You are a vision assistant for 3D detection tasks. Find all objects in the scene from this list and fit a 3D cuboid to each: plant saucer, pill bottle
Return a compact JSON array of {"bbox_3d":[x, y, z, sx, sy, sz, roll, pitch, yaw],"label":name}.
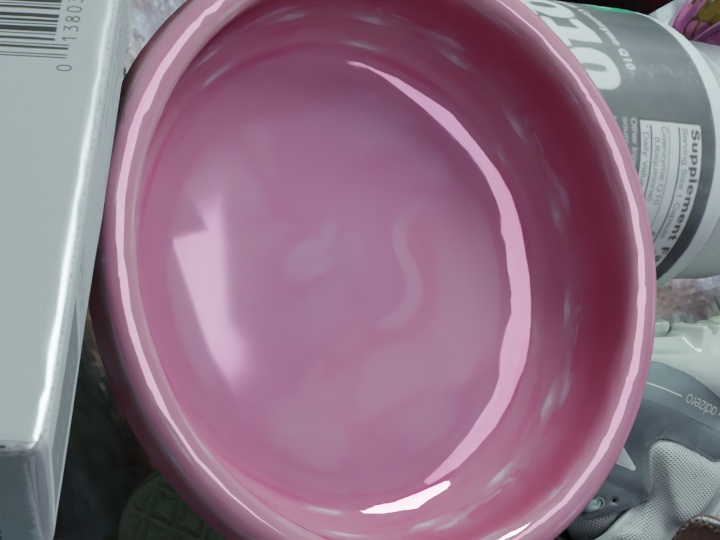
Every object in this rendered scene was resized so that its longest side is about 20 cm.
[{"bbox_3d":[0.000,0.000,0.769,0.200,0.051,0.201,6,78,-32],"label":"plant saucer"},{"bbox_3d":[0.066,-0.045,0.932,0.200,0.113,0.113,1,69,-45],"label":"pill bottle"}]

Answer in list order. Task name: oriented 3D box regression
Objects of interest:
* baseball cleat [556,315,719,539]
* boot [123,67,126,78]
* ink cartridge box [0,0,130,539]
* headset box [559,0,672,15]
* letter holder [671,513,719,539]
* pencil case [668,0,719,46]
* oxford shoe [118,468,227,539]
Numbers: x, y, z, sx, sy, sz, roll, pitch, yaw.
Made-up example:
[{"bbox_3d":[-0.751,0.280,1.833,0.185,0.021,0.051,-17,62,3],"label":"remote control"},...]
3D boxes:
[{"bbox_3d":[0.069,0.065,0.912,0.200,0.070,0.107,-1,95,-29],"label":"baseball cleat"},{"bbox_3d":[-0.156,-0.046,0.753,0.200,0.077,0.138,49,47,2],"label":"boot"},{"bbox_3d":[-0.156,-0.021,0.640,0.176,0.045,0.200,4,45,-1],"label":"ink cartridge box"},{"bbox_3d":[0.113,-0.191,0.989,0.149,0.200,0.077,52,42,-13],"label":"headset box"},{"bbox_3d":[0.198,0.149,0.871,0.101,0.142,0.200,22,13,-36],"label":"letter holder"},{"bbox_3d":[0.223,-0.060,1.119,0.200,0.083,0.087,47,45,-15],"label":"pencil case"},{"bbox_3d":[-0.016,0.151,0.788,0.200,0.075,0.058,68,18,4],"label":"oxford shoe"}]
